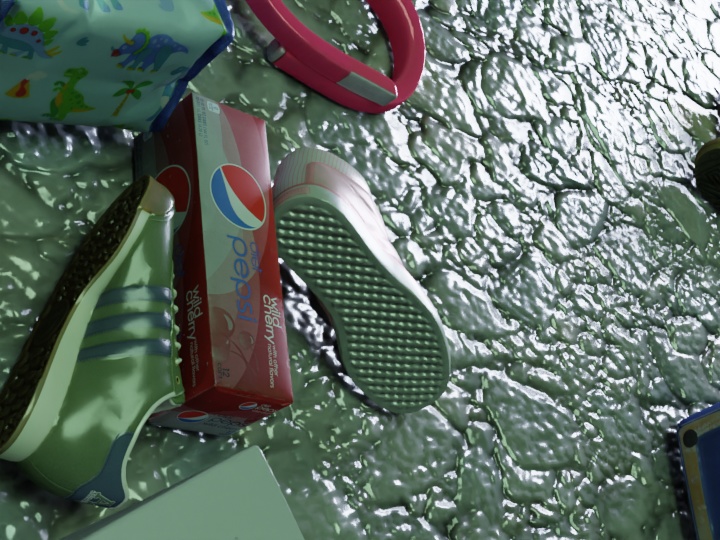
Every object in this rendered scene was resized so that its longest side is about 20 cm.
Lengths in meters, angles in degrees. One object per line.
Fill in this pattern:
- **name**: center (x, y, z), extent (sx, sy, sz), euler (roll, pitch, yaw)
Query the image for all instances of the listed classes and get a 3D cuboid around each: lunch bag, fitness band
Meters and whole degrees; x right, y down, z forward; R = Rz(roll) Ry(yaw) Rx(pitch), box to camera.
- **lunch bag**: center (-0.192, -0.195, 0.903), extent (0.169, 0.127, 0.201), euler (2, 53, -45)
- **fitness band**: center (-0.023, -0.202, 1.165), extent (0.199, 0.037, 0.145), euler (26, 47, -38)

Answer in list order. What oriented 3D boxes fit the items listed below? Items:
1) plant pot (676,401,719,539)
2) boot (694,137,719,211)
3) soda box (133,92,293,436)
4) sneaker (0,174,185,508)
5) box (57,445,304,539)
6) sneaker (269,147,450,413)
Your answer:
- **plant pot**: center (0.390, 0.191, 1.272), extent (0.179, 0.199, 0.202), euler (16, 57, -36)
- **boot**: center (0.405, -0.146, 1.600), extent (0.175, 0.066, 0.202), euler (45, 40, -40)
- **soda box**: center (-0.094, -0.004, 0.932), extent (0.063, 0.070, 0.202), euler (17, 56, -41)
- **sneaker**: center (-0.136, 0.046, 0.859), extent (0.090, 0.067, 0.201), euler (41, 49, -24)
- **box**: center (-0.126, 0.172, 0.682), extent (0.124, 0.199, 0.098), euler (-24, 86, -51)
- **sneaker**: center (0.000, 0.000, 1.033), extent (0.201, 0.075, 0.105), euler (56, 13, -30)
